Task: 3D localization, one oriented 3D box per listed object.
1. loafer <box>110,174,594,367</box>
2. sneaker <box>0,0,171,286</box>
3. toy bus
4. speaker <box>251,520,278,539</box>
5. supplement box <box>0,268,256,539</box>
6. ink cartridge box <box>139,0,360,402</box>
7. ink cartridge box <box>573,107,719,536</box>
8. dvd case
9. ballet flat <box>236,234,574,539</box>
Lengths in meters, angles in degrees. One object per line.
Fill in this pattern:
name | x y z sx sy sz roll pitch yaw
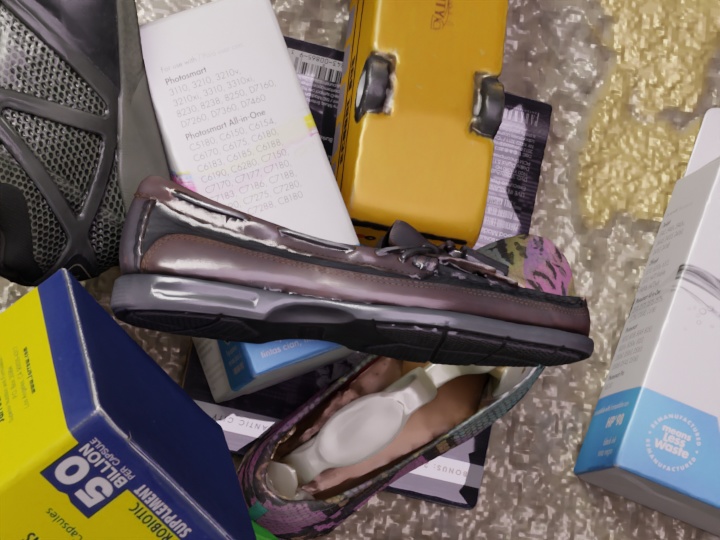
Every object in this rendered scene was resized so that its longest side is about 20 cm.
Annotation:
loafer | 0.000 0.000 1.040 0.200 0.072 0.063 6 77 -9
sneaker | -0.150 -0.086 1.046 0.114 0.076 0.200 -21 107 -36
toy bus | 0.029 -0.103 1.176 0.065 0.078 0.200 10 68 -10
speaker | -0.113 0.187 1.097 0.088 0.088 0.200 29 88 -6
supplement box | -0.154 0.116 1.006 0.200 0.110 0.109 -37 122 9
ink cartridge box | -0.061 -0.050 1.129 0.068 0.115 0.200 -19 86 -14
ink cartridge box | 0.193 0.024 1.214 0.116 0.067 0.200 22 77 -7
dvd case | 0.002 0.000 1.203 0.149 0.016 0.200 13 78 -10
ballet flat | 0.028 0.053 1.154 0.200 0.071 0.069 -38 90 -15
